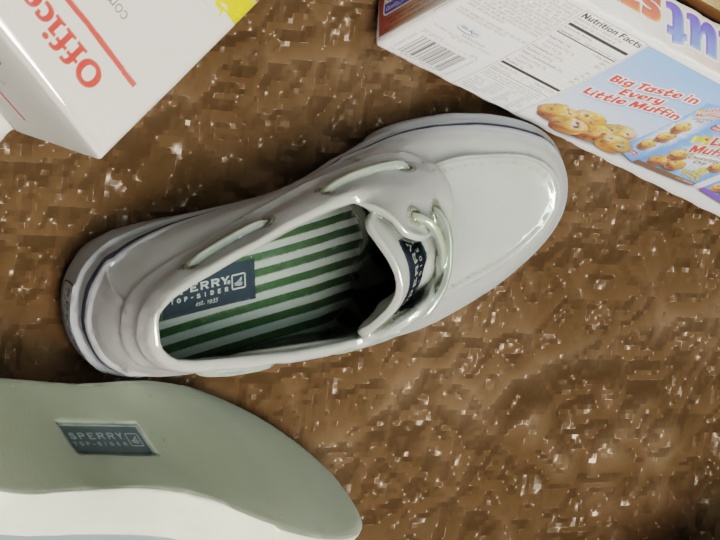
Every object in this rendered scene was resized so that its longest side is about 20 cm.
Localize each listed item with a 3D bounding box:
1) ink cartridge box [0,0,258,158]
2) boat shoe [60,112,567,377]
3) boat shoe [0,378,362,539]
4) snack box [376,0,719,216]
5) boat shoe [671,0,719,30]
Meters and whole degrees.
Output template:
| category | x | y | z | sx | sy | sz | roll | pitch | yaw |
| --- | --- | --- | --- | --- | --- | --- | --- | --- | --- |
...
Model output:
| category | x | y | z | sx | sy | sz | roll | pitch | yaw |
| --- | --- | --- | --- | --- | --- | --- | --- | --- | --- |
| ink cartridge box | -0.084 | -0.117 | 0.683 | 0.200 | 0.067 | 0.117 | -48 | 121 | -15 |
| boat shoe | 0.000 | 0.000 | 0.765 | 0.199 | 0.067 | 0.074 | -22 | 112 | -27 |
| boat shoe | -0.084 | 0.081 | 0.729 | 0.200 | 0.070 | 0.072 | 12 | 123 | -49 |
| snack box | 0.104 | -0.065 | 0.815 | 0.199 | 0.072 | 0.024 | 23 | 57 | -34 |
| boat shoe | 0.103 | -0.131 | 0.800 | 0.199 | 0.070 | 0.071 | 23 | 89 | -34 |
